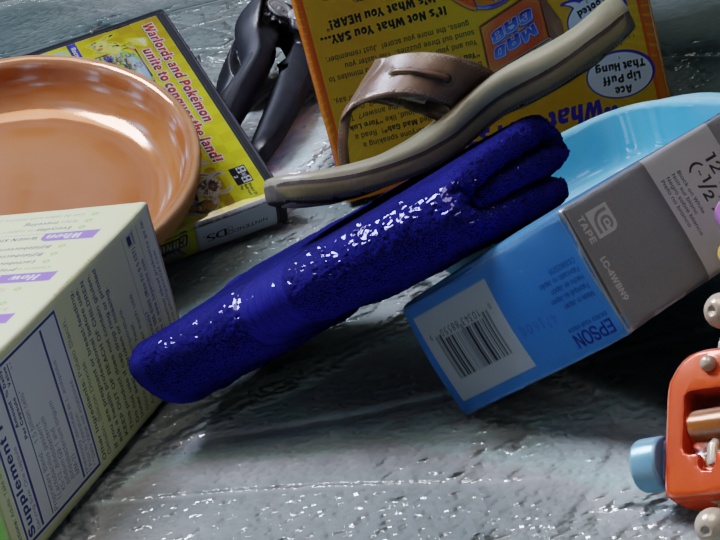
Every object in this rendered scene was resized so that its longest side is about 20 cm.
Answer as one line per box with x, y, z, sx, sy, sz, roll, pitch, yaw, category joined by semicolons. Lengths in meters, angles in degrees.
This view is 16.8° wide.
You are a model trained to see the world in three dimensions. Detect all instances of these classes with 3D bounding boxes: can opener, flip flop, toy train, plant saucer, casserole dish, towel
-0.059;-0.119;1.571;0.063;0.079;0.200;18;28;-7;can opener
0.038;-0.085;1.163;0.200;0.058;0.081;-31;4;-7;flip flop
0.204;0.030;0.971;0.200;0.056;0.151;-17;61;35;toy train
-0.188;-0.048;1.375;0.200;0.038;0.200;-1;43;1;plant saucer
0.117;-0.041;1.274;0.200;0.039;0.121;-27;17;-30;casserole dish
0.000;0.000;1.159;0.200;0.050;0.148;-28;5;29;towel

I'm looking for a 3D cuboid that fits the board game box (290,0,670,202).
0.055;-0.187;1.458;0.200;0.200;0.200;-15;21;1;board game box

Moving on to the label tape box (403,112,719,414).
0.136;-0.019;1.118;0.200;0.066;0.143;-28;-3;-33;label tape box

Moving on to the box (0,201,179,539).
-0.206;0.056;1.181;0.176;0.097;0.200;-4;24;23;box

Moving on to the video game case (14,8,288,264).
-0.164;-0.066;1.441;0.180;0.026;0.200;-21;46;-14;video game case
